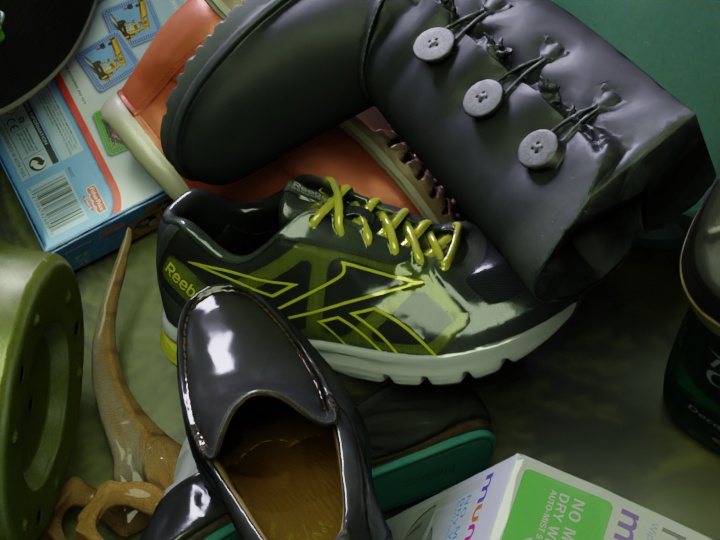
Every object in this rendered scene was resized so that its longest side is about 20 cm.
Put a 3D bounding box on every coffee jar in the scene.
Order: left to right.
[{"bbox_3d":[0.185,0.020,1.111,0.104,0.200,0.086,25,72,13],"label":"coffee jar"}]

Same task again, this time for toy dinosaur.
[{"bbox_3d":[-0.096,0.093,1.192,0.106,0.060,0.200,-29,74,-30],"label":"toy dinosaur"}]

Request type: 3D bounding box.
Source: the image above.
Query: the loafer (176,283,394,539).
[{"bbox_3d":[-0.031,0.069,1.054,0.072,0.072,0.200,-25,48,-6],"label":"loafer"}]

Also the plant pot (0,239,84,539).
[{"bbox_3d":[-0.226,0.047,1.134,0.192,0.201,0.202,7,69,7],"label":"plant pot"}]

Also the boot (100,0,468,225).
[{"bbox_3d":[-0.026,-0.039,1.208,0.107,0.075,0.200,-44,99,7],"label":"boot"}]

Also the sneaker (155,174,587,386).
[{"bbox_3d":[0.000,0.000,1.145,0.199,0.085,0.075,-6,32,12],"label":"sneaker"}]

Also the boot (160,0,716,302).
[{"bbox_3d":[0.027,-0.051,1.080,0.165,0.066,0.200,-47,58,5],"label":"boot"}]

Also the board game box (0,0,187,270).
[{"bbox_3d":[-0.091,-0.107,1.273,0.199,0.037,0.152,-27,68,-5],"label":"board game box"}]

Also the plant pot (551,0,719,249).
[{"bbox_3d":[0.120,-0.114,1.184,0.199,0.200,0.189,11,82,9],"label":"plant pot"}]

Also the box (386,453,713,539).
[{"bbox_3d":[0.045,0.196,1.056,0.096,0.176,0.201,24,71,-10],"label":"box"}]

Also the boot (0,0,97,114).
[{"bbox_3d":[-0.195,-0.159,1.255,0.143,0.073,0.201,10,56,24],"label":"boot"}]

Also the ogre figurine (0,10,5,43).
[{"bbox_3d":[-0.262,-0.134,1.161,0.200,0.098,0.120,36,109,-11],"label":"ogre figurine"}]

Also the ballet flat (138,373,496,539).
[{"bbox_3d":[-0.033,0.090,1.145,0.199,0.068,0.068,-20,58,-33],"label":"ballet flat"}]
